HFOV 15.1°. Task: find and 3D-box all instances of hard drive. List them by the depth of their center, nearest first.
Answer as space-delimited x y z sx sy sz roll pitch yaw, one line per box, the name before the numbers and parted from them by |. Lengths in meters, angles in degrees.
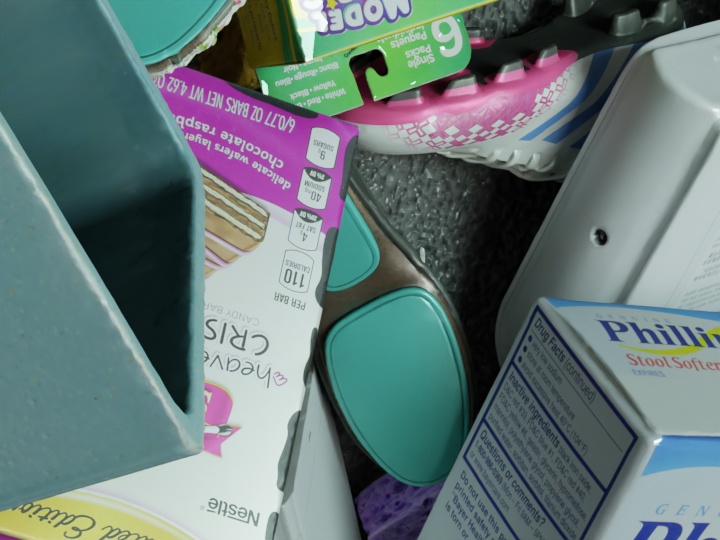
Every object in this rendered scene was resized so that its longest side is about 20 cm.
hard drive | -0.016 0.152 1.197 0.026 0.132 0.201 -8 117 9

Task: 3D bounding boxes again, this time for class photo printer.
photo printer | 0.153 -0.023 1.260 0.166 0.069 0.201 -18 143 -44

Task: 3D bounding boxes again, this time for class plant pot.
plant pot | -0.181 -0.025 0.880 0.199 0.196 0.197 -24 118 10

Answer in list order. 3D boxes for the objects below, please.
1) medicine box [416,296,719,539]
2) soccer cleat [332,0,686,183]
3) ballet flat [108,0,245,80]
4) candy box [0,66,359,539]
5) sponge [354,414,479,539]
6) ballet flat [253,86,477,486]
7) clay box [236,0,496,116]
medicine box | 0.132 0.123 1.198 0.181 0.103 0.201 4 124 -34
soccer cleat | 0.072 -0.069 1.221 0.199 0.070 0.087 -19 122 -32
ballet flat | -0.055 -0.165 1.013 0.075 0.064 0.201 18 87 -5
candy box | -0.088 0.022 1.037 0.135 0.061 0.201 17 69 -16
sponge | 0.095 0.130 1.291 0.111 0.030 0.200 -33 137 15
ballet flat | 0.000 0.000 1.180 0.068 0.069 0.201 -20 119 9
clay box | -0.007 -0.168 1.103 0.114 0.047 0.201 -21 101 -33
